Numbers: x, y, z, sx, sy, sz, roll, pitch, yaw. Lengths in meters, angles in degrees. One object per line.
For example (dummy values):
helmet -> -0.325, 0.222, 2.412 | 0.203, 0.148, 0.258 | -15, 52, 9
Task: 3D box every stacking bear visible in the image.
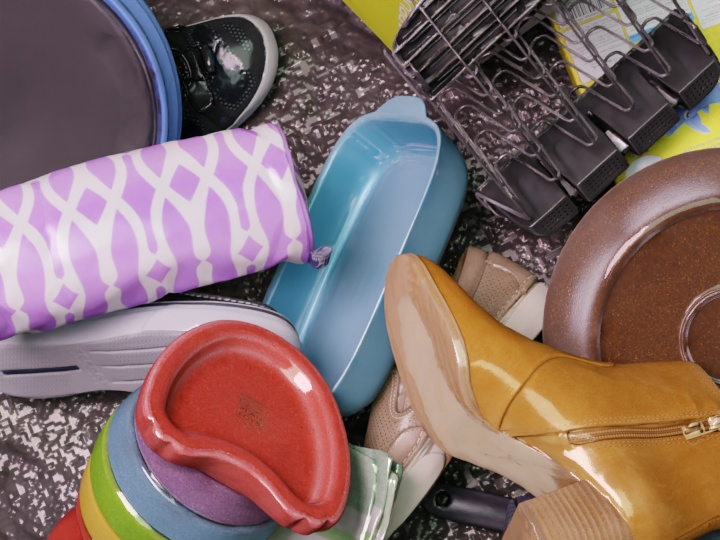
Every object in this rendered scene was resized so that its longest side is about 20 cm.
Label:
stacking bear -> -0.104, 0.126, 1.301 | 0.121, 0.200, 0.114 | 31, 39, -15

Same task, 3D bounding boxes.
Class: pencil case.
pencil case -> -0.122, -0.020, 1.297 | 0.199, 0.086, 0.084 | -13, 78, -10

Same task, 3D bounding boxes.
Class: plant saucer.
plant saucer -> 0.199, 0.034, 1.314 | 0.200, 0.032, 0.201 | 0, 100, 1

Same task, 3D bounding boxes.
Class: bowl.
bowl -> -0.198, -0.086, 1.334 | 0.200, 0.039, 0.201 | 0, 104, -2

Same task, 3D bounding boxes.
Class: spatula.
spatula -> 0.131, 0.146, 1.341 | 0.199, 0.021, 0.057 | 10, 76, 10

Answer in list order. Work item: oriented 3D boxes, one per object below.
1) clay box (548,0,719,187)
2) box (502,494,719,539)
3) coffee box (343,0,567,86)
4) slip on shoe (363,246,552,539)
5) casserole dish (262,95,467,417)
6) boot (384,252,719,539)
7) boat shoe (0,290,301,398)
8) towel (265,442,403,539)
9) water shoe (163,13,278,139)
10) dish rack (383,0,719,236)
clay box -> 0.193, -0.074, 1.363 | 0.115, 0.048, 0.200 | -21, 79, 4
box -> 0.189, 0.176, 1.252 | 0.199, 0.051, 0.158 | -7, 46, -11
coffee box -> 0.055, -0.257, 1.300 | 0.198, 0.200, 0.200 | -36, 72, -19
slip on shoe -> 0.031, 0.076, 1.337 | 0.061, 0.076, 0.200 | 37, 82, 0
casserole dish -> 0.000, 0.000, 1.348 | 0.039, 0.121, 0.200 | 27, 82, -30
boot -> 0.111, 0.064, 1.267 | 0.144, 0.071, 0.201 | -16, 64, -28
boat shoe -> -0.123, 0.027, 1.350 | 0.199, 0.072, 0.071 | 0, 52, 22
towel -> -0.054, 0.182, 1.309 | 0.152, 0.023, 0.201 | 12, 82, 53
water shoe -> -0.141, -0.094, 1.391 | 0.200, 0.079, 0.072 | -25, 77, 2
dish rack -> 0.097, -0.116, 1.261 | 0.153, 0.200, 0.055 | -43, 46, 0
